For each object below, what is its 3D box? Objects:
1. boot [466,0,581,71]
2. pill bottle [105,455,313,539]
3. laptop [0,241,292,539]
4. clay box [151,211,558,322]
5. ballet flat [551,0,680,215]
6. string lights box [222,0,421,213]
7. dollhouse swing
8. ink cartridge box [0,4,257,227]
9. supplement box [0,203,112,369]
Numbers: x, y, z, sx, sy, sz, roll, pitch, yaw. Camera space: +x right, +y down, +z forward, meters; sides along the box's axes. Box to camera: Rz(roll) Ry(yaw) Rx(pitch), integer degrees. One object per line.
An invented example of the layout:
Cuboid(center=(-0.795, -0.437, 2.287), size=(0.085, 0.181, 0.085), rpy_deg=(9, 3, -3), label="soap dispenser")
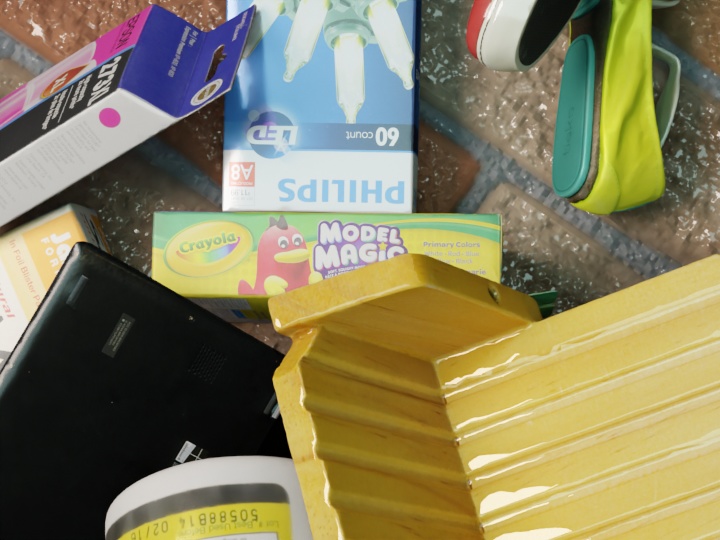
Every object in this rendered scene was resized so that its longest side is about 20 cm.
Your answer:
Cuboid(center=(0.056, -0.201, 0.937), size=(0.143, 0.072, 0.201), rpy_deg=(18, 74, 14), label="boot")
Cuboid(center=(-0.048, 0.190, 0.795), size=(0.110, 0.111, 0.201), rpy_deg=(-10, 62, 3), label="pill bottle")
Cuboid(center=(-0.113, 0.103, 0.926), size=(0.199, 0.116, 0.188), rpy_deg=(31, 89, -23), label="laptop")
Cuboid(center=(0.000, 0.000, 0.962), size=(0.198, 0.115, 0.048), rpy_deg=(0, 82, 3), label="clay box")
Cuboid(center=(0.138, -0.129, 0.990), size=(0.067, 0.067, 0.202), rpy_deg=(4, 85, -18), label="ballet flat")
Cuboid(center=(-0.019, -0.128, 0.996), size=(0.102, 0.059, 0.202), rpy_deg=(1, 88, 3), label="string lights box")
Cuboid(center=(0.095, 0.082, 0.804), size=(0.175, 0.181, 0.201), rpy_deg=(-27, 65, 26), label="dollhouse swing")
Cuboid(center=(-0.145, -0.077, 0.955), size=(0.199, 0.095, 0.037), rpy_deg=(-26, 117, 21), label="ink cartridge box")
Cuboid(center=(-0.210, 0.062, 0.994), size=(0.199, 0.074, 0.127), rpy_deg=(-26, 87, 2), label="supplement box")
